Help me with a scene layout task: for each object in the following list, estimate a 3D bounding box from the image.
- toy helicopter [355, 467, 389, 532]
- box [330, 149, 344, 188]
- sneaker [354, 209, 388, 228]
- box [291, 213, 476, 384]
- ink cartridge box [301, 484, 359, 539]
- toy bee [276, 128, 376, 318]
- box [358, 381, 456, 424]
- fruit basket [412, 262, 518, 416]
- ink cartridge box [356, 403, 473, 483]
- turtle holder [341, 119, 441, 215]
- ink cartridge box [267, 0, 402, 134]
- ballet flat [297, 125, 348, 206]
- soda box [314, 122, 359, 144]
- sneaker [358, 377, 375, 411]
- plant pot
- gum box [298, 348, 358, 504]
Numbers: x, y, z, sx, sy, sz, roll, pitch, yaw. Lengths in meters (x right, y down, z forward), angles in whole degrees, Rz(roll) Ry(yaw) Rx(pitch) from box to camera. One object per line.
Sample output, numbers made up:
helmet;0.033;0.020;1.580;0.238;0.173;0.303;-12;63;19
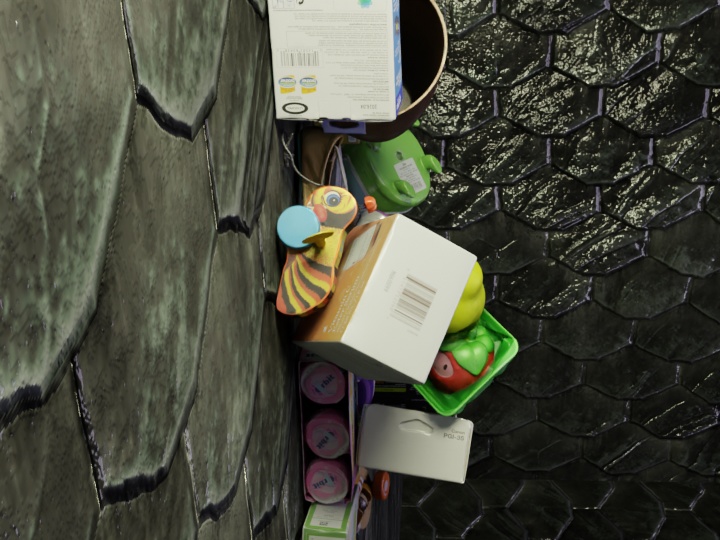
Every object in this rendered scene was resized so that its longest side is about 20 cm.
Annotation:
toy helicopter;-0.020;0.358;1.723;0.200;0.078;0.133;63;35;-56
box;-0.043;-0.062;1.508;0.201;0.041;0.157;84;9;-59
sneaker;0.000;0.000;1.514;0.100;0.074;0.201;-55;162;-28
box;0.021;0.036;1.220;0.154;0.106;0.200;-66;-164;-12
ink cartridge box;-0.036;0.344;1.419;0.200;0.059;0.105;-67;161;-77
toy bee;-0.037;-0.049;1.185;0.131;0.107;0.202;-68;158;-76
box;0.047;0.197;1.635;0.048;0.197;0.196;83;7;-79
fruit basket;0.097;0.064;1.372;0.216;0.155;0.216;47;-6;7
ink cartridge box;0.071;0.230;1.460;0.200;0.145;0.084;68;31;-82
turtle holder;0.014;-0.162;1.600;0.185;0.131;0.142;42;46;-22
ink cartridge box;-0.025;-0.235;1.157;0.077;0.135;0.202;-69;159;-62
ballet flat;-0.047;-0.078;1.325;0.069;0.062;0.203;29;61;-84
soda box;-0.035;-0.271;1.464;0.068;0.063;0.201;-84;173;-48
sneaker;-0.021;0.128;1.493;0.084;0.080;0.201;-109;-176;-49
plant pot;0.016;-0.237;1.334;0.200;0.185;0.189;67;24;-76
gum box;-0.039;0.189;1.393;0.114;0.065;0.202;-77;167;-72
